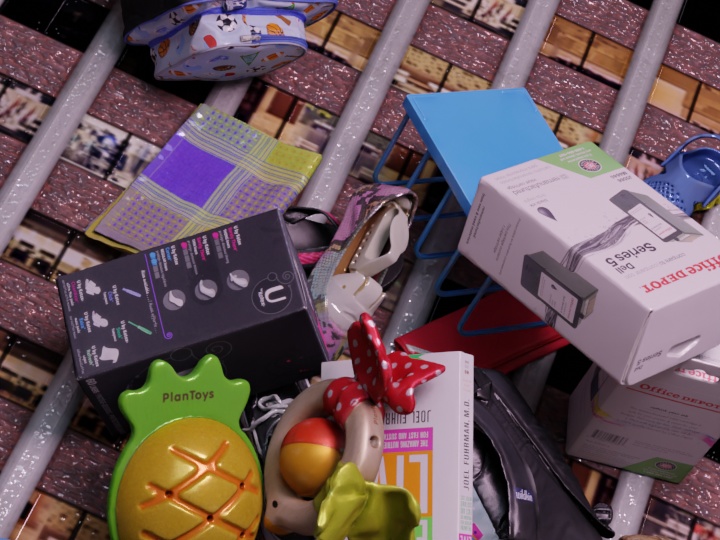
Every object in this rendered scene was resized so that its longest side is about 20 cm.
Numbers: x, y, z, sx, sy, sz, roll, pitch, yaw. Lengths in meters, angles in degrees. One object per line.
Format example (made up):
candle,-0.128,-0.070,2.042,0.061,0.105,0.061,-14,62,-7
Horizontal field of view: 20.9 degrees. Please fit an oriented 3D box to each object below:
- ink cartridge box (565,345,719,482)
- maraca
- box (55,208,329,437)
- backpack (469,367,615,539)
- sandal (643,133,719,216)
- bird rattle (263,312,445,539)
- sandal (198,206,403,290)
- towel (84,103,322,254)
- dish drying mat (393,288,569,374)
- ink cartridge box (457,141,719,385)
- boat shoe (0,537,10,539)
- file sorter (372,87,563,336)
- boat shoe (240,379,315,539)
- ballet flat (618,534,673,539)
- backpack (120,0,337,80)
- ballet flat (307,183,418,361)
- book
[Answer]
ink cartridge box,0.269,0.104,1.730,0.117,0.200,0.067,15,56,-7
maraca,-0.142,0.169,1.594,0.137,0.107,0.200,-5,100,-30
box,-0.139,0.046,1.652,0.200,0.122,0.106,-18,60,1
backpack,0.106,0.186,1.664,0.167,0.127,0.200,-8,65,-57
sandal,0.304,-0.075,1.926,0.079,0.087,0.200,42,58,9
bird rattle,-0.023,0.139,1.573,0.113,0.163,0.200,16,66,-42
sandal,-0.055,-0.029,1.811,0.200,0.045,0.075,19,54,-5
towel,-0.143,-0.067,1.802,0.144,0.023,0.200,28,56,19
dish drying mat,0.130,0.058,1.828,0.200,0.018,0.077,-23,67,-28
ink cartridge box,0.205,-0.010,1.639,0.145,0.084,0.200,-20,48,-40
boat shoe,-0.251,0.267,1.539,0.200,0.084,0.069,18,44,-2
file sorter,0.118,-0.054,1.813,0.139,0.123,0.200,-6,54,-33
boat shoe,-0.066,0.141,1.686,0.073,0.068,0.200,4,58,-14
ballet flat,0.219,0.308,1.676,0.065,0.071,0.200,16,47,13
backpack,-0.118,-0.262,1.861,0.190,0.200,0.154,-15,94,-33
ballet flat,0.000,0.000,1.748,0.069,0.071,0.200,46,54,-32
book,0.031,0.172,1.612,0.048,0.133,0.200,19,68,-56
